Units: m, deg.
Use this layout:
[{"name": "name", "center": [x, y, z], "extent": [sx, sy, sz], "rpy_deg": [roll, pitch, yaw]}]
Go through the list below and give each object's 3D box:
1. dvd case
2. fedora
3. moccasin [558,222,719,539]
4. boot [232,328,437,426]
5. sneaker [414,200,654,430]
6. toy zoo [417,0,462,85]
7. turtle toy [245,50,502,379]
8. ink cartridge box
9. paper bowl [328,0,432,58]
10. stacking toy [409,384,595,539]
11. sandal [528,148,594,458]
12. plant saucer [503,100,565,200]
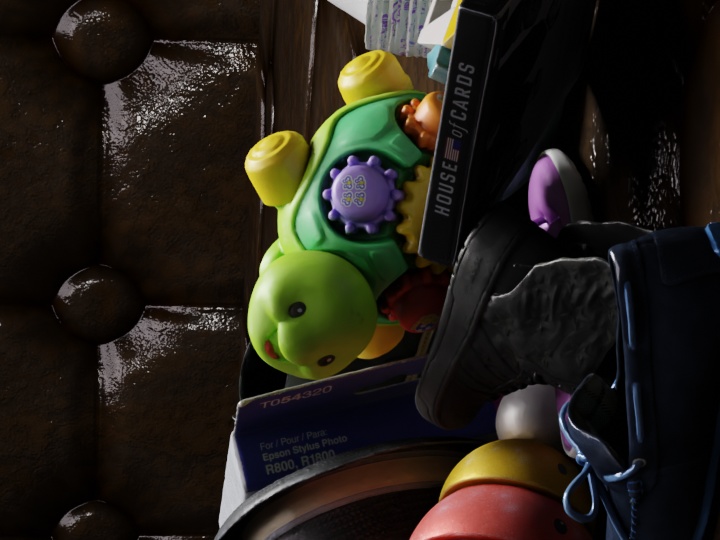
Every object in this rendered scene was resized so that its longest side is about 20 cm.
[{"name": "dvd case", "center": [0.085, -0.116, 1.051], "extent": [0.200, 0.025, 0.151], "rpy_deg": [-56, -20, -47]}, {"name": "fedora", "center": [0.015, 0.173, 1.201], "extent": [0.201, 0.199, 0.092], "rpy_deg": [104, 150, -59]}, {"name": "moccasin", "center": [0.123, 0.062, 0.926], "extent": [0.081, 0.068, 0.201], "rpy_deg": [-103, 15, -60]}, {"name": "boot", "center": [0.000, 0.000, 1.210], "extent": [0.077, 0.138, 0.202], "rpy_deg": [21, 107, 38]}, {"name": "sneaker", "center": [0.093, 0.037, 1.044], "extent": [0.060, 0.104, 0.201], "rpy_deg": [-48, -19, -36]}, {"name": "toy zoo", "center": [0.080, -0.196, 1.139], "extent": [0.131, 0.020, 0.201], "rpy_deg": [166, 125, -75]}, {"name": "turtle toy", "center": [0.010, -0.019, 1.117], "extent": [0.101, 0.200, 0.146], "rpy_deg": [9, 136, 53]}, {"name": "ink cartridge box", "center": [0.016, 0.112, 1.237], "extent": [0.200, 0.195, 0.044], "rpy_deg": [105, 150, -64]}, {"name": "paper bowl", "center": [0.027, -0.248, 1.394], "extent": [0.201, 0.103, 0.202], "rpy_deg": [9, -90, -89]}, {"name": "stacking toy", "center": [0.081, 0.141, 1.119], "extent": [0.146, 0.145, 0.201], "rpy_deg": [103, -179, -58]}, {"name": "sandal", "center": [0.104, 0.010, 1.139], "extent": [0.083, 0.049, 0.204], "rpy_deg": [100, 168, -48]}, {"name": "plant saucer", "center": [0.096, -0.139, 1.260], "extent": [0.200, 0.036, 0.202], "rpy_deg": [-179, 90, -82]}]
